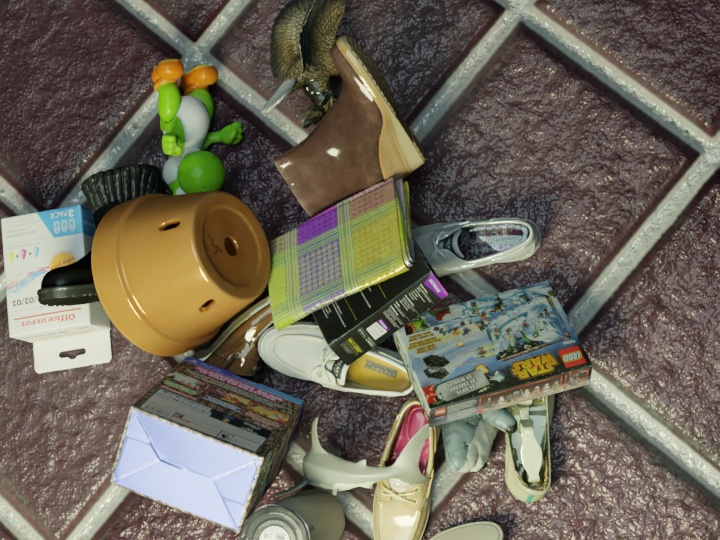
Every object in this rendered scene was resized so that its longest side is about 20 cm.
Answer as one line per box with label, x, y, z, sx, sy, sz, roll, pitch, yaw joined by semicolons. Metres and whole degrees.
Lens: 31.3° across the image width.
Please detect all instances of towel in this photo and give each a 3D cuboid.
towel;-0.024;-0.020;1.525;0.200;0.023;0.144;-26;46;21

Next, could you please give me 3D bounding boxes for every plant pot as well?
plant pot;-0.202;-0.009;1.552;0.140;0.200;0.201;-19;76;34

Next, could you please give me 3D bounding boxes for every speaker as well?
speaker;-0.075;0.301;1.491;0.081;0.200;0.082;-1;85;10

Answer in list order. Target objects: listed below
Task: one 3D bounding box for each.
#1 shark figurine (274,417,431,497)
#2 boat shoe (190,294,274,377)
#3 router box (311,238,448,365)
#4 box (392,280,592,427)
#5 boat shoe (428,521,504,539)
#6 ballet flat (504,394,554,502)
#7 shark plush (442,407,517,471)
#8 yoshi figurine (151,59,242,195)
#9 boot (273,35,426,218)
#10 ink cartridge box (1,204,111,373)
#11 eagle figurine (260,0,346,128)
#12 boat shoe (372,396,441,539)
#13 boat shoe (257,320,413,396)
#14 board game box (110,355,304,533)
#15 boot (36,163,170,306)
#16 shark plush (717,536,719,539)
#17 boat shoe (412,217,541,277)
shark figurine;-0.023;0.210;1.474;0.214;0.128;0.090;-9;93;54
boat shoe;-0.147;0.104;1.613;0.200;0.072;0.068;-41;78;13
router box;0.000;0.000;1.553;0.149;0.051;0.200;-35;42;5
box;0.152;0.095;1.502;0.199;0.040;0.137;-13;49;-10
boat shoe;0.087;0.365;1.527;0.200;0.057;0.067;-31;40;2
ballet flat;0.198;0.173;1.523;0.069;0.069;0.201;-6;79;11
shark plush;0.112;0.143;1.517;0.083;0.091;0.201;0;62;-29
yoshi figurine;-0.211;-0.170;1.652;0.112;0.112;0.201;-6;82;4
boot;-0.033;-0.164;1.534;0.166;0.072;0.200;-25;119;14
ink cartridge box;-0.395;0.026;1.676;0.115;0.068;0.201;-10;79;11
eagle figurine;-0.053;-0.284;1.630;0.151;0.151;0.201;-11;89;21
boat shoe;0.051;0.247;1.540;0.073;0.069;0.201;8;82;14
boat shoe;-0.027;0.112;1.553;0.199;0.070;0.071;17;94;-3
board game box;-0.173;0.196;1.494;0.159;0.200;0.097;20;105;6
boot;-0.327;-0.045;1.618;0.079;0.211;0.158;-21;86;48
shark plush;0.482;0.353;1.420;0.200;0.083;0.091;38;90;16
boat shoe;0.120;-0.028;1.572;0.199;0.069;0.072;-3;80;12
